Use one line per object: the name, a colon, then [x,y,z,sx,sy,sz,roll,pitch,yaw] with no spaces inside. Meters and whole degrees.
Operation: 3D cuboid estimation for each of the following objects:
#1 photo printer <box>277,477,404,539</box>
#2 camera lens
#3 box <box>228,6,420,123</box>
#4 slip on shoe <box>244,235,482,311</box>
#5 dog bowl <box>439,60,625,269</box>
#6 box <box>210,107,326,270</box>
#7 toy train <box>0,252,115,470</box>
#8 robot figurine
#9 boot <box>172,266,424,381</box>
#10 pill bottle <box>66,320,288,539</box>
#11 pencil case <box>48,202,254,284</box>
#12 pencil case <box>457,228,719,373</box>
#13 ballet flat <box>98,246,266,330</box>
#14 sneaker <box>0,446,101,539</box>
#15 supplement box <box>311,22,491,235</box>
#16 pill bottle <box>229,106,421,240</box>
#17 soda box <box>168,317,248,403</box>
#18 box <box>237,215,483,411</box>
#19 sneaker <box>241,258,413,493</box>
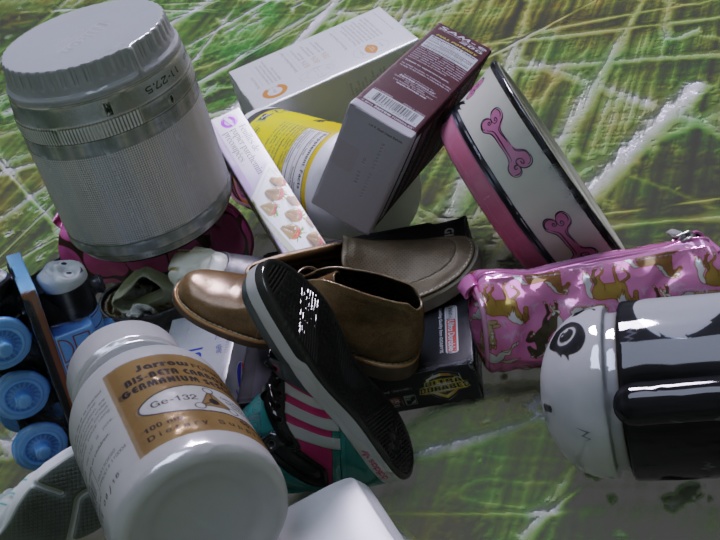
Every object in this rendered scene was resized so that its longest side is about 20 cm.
photo printer: [-0.024,0.240,0.646,0.166,0.069,0.200,-28,37,-10]
camera lens: [-0.213,-0.120,0.932,0.160,0.200,0.160,-10,35,7]
box: [-0.032,-0.206,1.196,0.200,0.098,0.124,-25,37,-7]
slip on shoe: [0.000,0.000,0.869,0.200,0.061,0.076,-11,38,13]
dog bowl: [0.141,-0.074,0.878,0.074,0.200,0.200,-34,34,15]
box: [-0.087,-0.072,0.970,0.039,0.041,0.200,-28,57,-8]
toy train: [-0.254,0.076,0.862,0.114,0.200,0.087,-21,34,-20]
robot figurine: [0.221,0.075,0.693,0.200,0.150,0.125,-6,51,18]
boot: [-0.047,0.021,0.799,0.200,0.075,0.074,13,40,6]
pill bottle: [-0.136,0.116,0.710,0.114,0.114,0.200,-30,34,-12]
pencil case: [-0.212,-0.030,1.060,0.200,0.094,0.091,-3,40,21]
pencil case: [0.179,0.025,0.796,0.200,0.083,0.087,-11,76,3]
ballet flat: [-0.167,0.018,0.956,0.200,0.073,0.073,-17,33,33]
sneaker: [-0.260,0.189,0.804,0.200,0.070,0.080,-40,29,-5]
supplement box: [0.039,-0.129,0.907,0.061,0.109,0.200,31,39,7]
pill bottle: [-0.039,-0.095,1.045,0.200,0.112,0.112,21,53,41]
soda box: [-0.131,0.121,0.853,0.068,0.063,0.200,-12,37,11]
box: [0.003,0.043,0.905,0.198,0.050,0.200,-11,38,13]
sneaker: [-0.058,0.091,0.763,0.121,0.200,0.084,-23,23,22]
